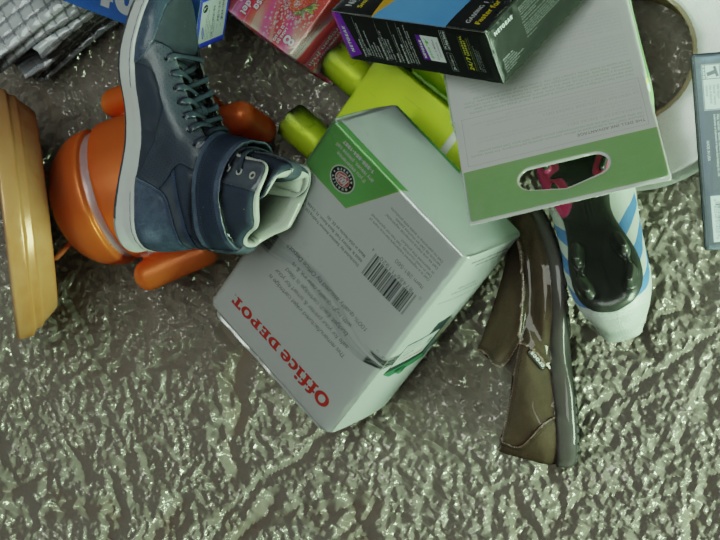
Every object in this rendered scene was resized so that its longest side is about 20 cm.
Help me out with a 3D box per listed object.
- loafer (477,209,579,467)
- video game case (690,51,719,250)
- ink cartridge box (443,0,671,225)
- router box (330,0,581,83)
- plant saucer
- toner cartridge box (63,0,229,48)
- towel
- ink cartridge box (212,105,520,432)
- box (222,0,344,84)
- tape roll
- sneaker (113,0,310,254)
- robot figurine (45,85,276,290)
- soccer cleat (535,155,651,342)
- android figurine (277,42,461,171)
[{"bbox_3d":[0.121,0.048,1.380,0.071,0.073,0.201,-5,85,5],"label":"loafer"},{"bbox_3d":[0.344,-0.093,1.341,0.199,0.019,0.143,-4,88,8],"label":"video game case"},{"bbox_3d":[0.138,-0.110,1.328,0.145,0.048,0.200,-13,52,9],"label":"ink cartridge box"},{"bbox_3d":[0.097,-0.222,1.371,0.149,0.051,0.200,14,50,40],"label":"router box"},{"bbox_3d":[-0.268,-0.046,1.483,0.037,0.200,0.201,-7,79,-10],"label":"plant saucer"},{"bbox_3d":[-0.193,-0.248,1.443,0.200,0.043,0.095,22,117,22],"label":"toner cartridge box"},{"bbox_3d":[-0.253,-0.274,1.557,0.200,0.086,0.166,-38,75,9],"label":"towel"},{"bbox_3d":[0.000,0.000,1.393,0.146,0.084,0.200,47,125,16],"label":"ink cartridge box"},{"bbox_3d":[-0.014,-0.260,1.464,0.095,0.103,0.200,38,94,19],"label":"box"},{"bbox_3d":[0.203,-0.160,1.411,0.202,0.037,0.204,-2,83,19],"label":"tape roll"},{"bbox_3d":[-0.103,-0.110,1.352,0.146,0.077,0.203,5,95,33],"label":"sneaker"},{"bbox_3d":[-0.162,-0.074,1.482,0.199,0.117,0.144,-18,112,16],"label":"robot figurine"},{"bbox_3d":[0.170,-0.040,1.358,0.070,0.086,0.201,-10,59,11],"label":"soccer cleat"},{"bbox_3d":[0.034,-0.083,1.443,0.200,0.041,0.182,38,105,16],"label":"android figurine"}]
